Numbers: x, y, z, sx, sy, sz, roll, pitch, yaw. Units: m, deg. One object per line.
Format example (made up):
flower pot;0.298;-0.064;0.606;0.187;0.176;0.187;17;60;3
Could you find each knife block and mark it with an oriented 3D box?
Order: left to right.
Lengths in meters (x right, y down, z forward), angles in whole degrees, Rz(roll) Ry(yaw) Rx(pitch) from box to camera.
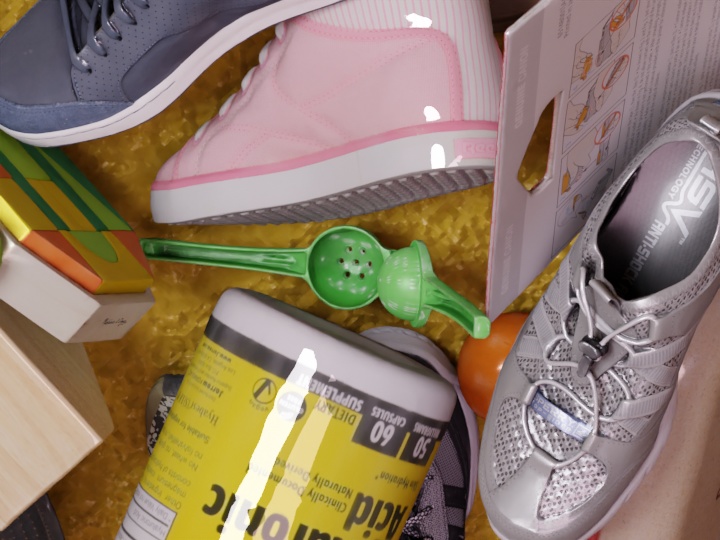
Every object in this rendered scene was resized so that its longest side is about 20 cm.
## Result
knife block;-0.203;-0.007;1.160;0.064;0.201;0.175;-41;140;19

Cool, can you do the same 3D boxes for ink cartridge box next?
ink cartridge box;0.097;-0.094;1.082;0.176;0.045;0.200;-40;156;-22

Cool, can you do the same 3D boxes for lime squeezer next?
lime squeezer;0.000;0.000;1.187;0.070;0.199;0.038;17;87;-47

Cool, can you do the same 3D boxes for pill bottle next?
pill bottle;-0.046;0.118;1.187;0.111;0.111;0.201;23;93;-12

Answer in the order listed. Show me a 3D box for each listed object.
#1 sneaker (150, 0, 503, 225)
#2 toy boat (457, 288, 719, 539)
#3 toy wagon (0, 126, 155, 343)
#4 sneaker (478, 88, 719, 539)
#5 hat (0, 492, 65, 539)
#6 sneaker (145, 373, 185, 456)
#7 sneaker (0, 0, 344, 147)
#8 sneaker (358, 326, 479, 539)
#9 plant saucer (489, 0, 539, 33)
sneaker;-0.015;-0.076;1.164;0.075;0.200;0.105;-2;83;-41
toy boat;0.102;0.060;1.237;0.130;0.130;0.201;23;118;22
toy wagon;-0.167;-0.051;1.143;0.040;0.155;0.200;-44;79;11
sneaker;0.095;0.018;1.105;0.074;0.082;0.201;27;100;19
hat;-0.229;0.105;1.266;0.199;0.081;0.202;-2;125;-3
sneaker;-0.068;0.143;1.268;0.076;0.089;0.201;5;119;26
sneaker;-0.092;-0.126;1.070;0.202;0.077;0.146;-28;152;21
sneaker;0.017;0.133;1.260;0.075;0.114;0.201;0;117;-1
plant saucer;0.044;-0.186;1.149;0.198;0.030;0.201;-1;116;-1
